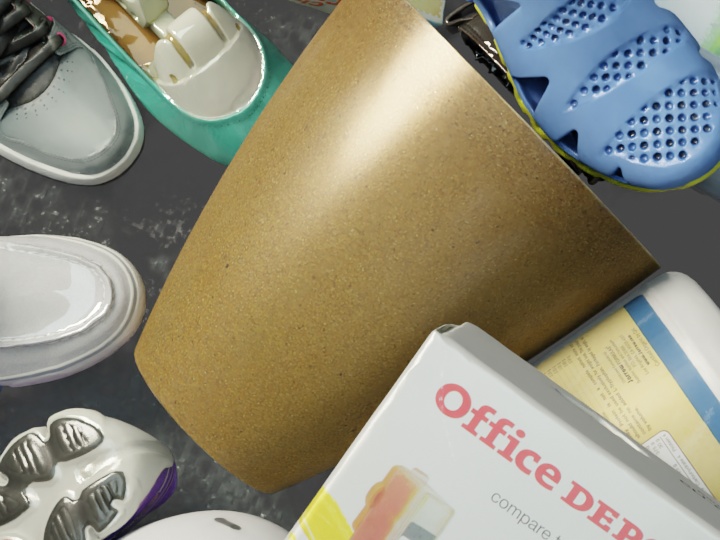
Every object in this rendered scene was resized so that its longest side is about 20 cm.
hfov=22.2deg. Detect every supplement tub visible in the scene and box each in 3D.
[{"bbox_3d":[0.100,0.112,0.806,0.200,0.145,0.145,-36,82,7],"label":"supplement tub"}]

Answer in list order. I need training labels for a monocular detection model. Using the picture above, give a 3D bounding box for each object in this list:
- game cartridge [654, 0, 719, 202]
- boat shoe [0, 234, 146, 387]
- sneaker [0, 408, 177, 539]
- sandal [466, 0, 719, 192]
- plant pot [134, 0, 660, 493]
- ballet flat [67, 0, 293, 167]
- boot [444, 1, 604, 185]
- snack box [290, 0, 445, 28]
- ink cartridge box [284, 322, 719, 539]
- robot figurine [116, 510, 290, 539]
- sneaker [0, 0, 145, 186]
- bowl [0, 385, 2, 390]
[{"bbox_3d":[0.168,-0.144,0.840,0.133,0.040,0.200,30,86,17],"label":"game cartridge"},{"bbox_3d":[-0.201,0.012,0.837,0.199,0.069,0.072,4,82,3],"label":"boat shoe"},{"bbox_3d":[-0.169,0.137,0.858,0.200,0.083,0.081,-28,71,14],"label":"sneaker"},{"bbox_3d":[0.084,-0.116,0.789,0.079,0.087,0.200,-40,78,-1],"label":"sandal"},{"bbox_3d":[0.000,0.000,0.827,0.200,0.186,0.186,-45,82,5],"label":"plant pot"},{"bbox_3d":[-0.098,-0.122,0.892,0.200,0.070,0.067,45,84,7],"label":"ballet flat"},{"bbox_3d":[0.162,-0.108,0.884,0.200,0.069,0.174,41,84,18],"label":"boot"},{"bbox_3d":[-0.003,-0.226,0.891,0.116,0.037,0.201,13,80,-34],"label":"snack box"},{"bbox_3d":[0.033,0.139,0.700,0.145,0.083,0.200,35,95,6],"label":"ink cartridge box"},{"bbox_3d":[-0.062,0.207,0.811,0.150,0.125,0.201,-13,84,-1],"label":"robot figurine"},{"bbox_3d":[-0.189,-0.124,0.870,0.200,0.121,0.084,39,85,7],"label":"sneaker"},{"bbox_3d":[-0.266,0.031,0.891,0.200,0.039,0.202,0,81,2],"label":"bowl"}]
